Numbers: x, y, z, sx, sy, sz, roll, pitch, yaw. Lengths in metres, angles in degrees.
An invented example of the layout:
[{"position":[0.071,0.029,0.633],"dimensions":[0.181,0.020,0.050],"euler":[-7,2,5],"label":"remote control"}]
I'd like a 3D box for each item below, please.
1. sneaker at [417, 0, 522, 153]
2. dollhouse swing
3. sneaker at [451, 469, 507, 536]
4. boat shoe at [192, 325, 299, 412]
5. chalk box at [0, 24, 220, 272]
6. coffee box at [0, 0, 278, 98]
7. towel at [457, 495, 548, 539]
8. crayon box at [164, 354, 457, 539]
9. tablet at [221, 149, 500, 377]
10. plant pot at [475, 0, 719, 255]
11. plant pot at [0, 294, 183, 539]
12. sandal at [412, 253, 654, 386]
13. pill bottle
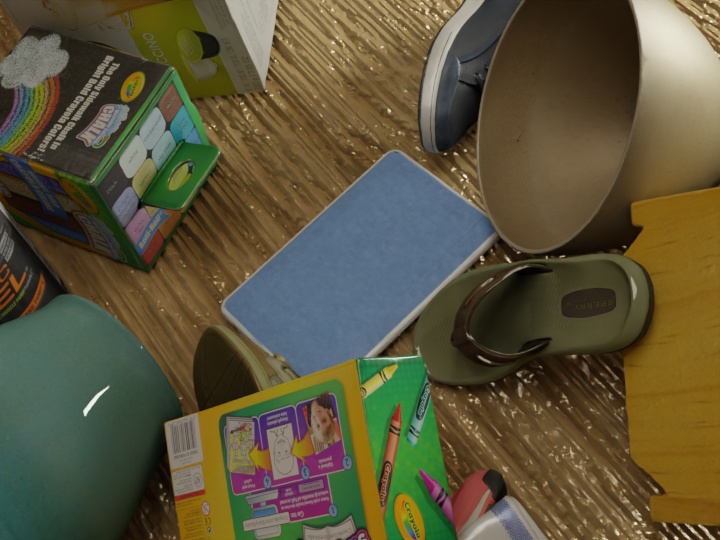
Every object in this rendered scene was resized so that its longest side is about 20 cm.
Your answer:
[{"position":[0.139,-0.169,0.928],"dimensions":[0.145,0.077,0.204],"euler":[16,63,25],"label":"sneaker"},{"position":[0.290,0.049,0.734],"dimensions":[0.180,0.174,0.203],"euler":[-8,84,45],"label":"dollhouse swing"},{"position":[0.022,0.201,0.729],"dimensions":[0.086,0.074,0.201],"euler":[24,67,27],"label":"sneaker"},{"position":[-0.050,0.114,0.814],"dimensions":[0.201,0.063,0.074],"euler":[43,120,35],"label":"boat shoe"},{"position":[-0.203,-0.093,0.940],"dimensions":[0.198,0.124,0.126],"euler":[21,64,23],"label":"chalk box"},{"position":[-0.190,-0.285,1.009],"dimensions":[0.195,0.200,0.202],"euler":[-3,58,13],"label":"coffee box"},{"position":[0.060,0.248,0.670],"dimensions":[0.199,0.024,0.148],"euler":[-38,93,-15],"label":"towel"},{"position":[-0.037,0.132,0.713],"dimensions":[0.199,0.058,0.120],"euler":[-22,74,43],"label":"crayon box"},{"position":[0.000,0.000,0.896],"dimensions":[0.200,0.014,0.130],"euler":[-42,58,-14],"label":"tablet"},{"position":[0.189,-0.104,0.828],"dimensions":[0.133,0.201,0.202],"euler":[8,52,-25],"label":"plant pot"},{"position":[-0.226,0.124,0.777],"dimensions":[0.199,0.202,0.188],"euler":[28,54,27],"label":"plant pot"},{"position":[0.102,0.028,0.772],"dimensions":[0.200,0.057,0.081],"euler":[-21,75,48],"label":"sandal"},{"position":[-0.305,-0.011,0.865],"dimensions":[0.105,0.201,0.107],"euler":[-6,57,10],"label":"pill bottle"}]
